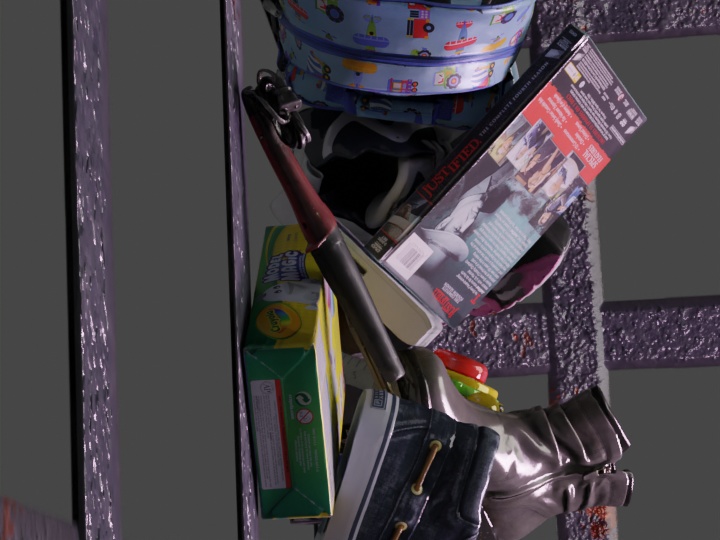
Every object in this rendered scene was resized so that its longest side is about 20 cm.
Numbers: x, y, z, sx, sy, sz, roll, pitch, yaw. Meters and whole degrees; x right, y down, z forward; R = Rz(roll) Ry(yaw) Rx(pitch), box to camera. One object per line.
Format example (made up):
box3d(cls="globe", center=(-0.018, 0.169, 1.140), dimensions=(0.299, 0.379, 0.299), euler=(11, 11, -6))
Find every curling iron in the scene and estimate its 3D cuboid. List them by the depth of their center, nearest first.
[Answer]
box3d(cls="curling iron", center=(-0.023, -0.024, 1.449), dimensions=(0.201, 0.025, 0.050), euler=(67, -16, -7))

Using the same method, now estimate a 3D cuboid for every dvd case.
box3d(cls="dvd case", center=(0.100, -0.060, 1.645), dimensions=(0.022, 0.200, 0.146), euler=(42, 1, 29))

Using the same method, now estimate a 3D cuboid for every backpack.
box3d(cls="backpack", center=(0.027, -0.164, 1.603), dimensions=(0.200, 0.182, 0.135), euler=(-96, -167, -69))

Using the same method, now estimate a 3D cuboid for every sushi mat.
box3d(cls="sushi mat", center=(0.034, 0.119, 1.656), dimensions=(0.096, 0.012, 0.201), euler=(-103, 170, -82))

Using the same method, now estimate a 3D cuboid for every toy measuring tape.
box3d(cls="toy measuring tape", center=(0.040, 0.087, 1.750), dimensions=(0.200, 0.073, 0.074), euler=(12, -71, 55))

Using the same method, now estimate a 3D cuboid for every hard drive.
box3d(cls="hard drive", center=(0.000, 0.000, 1.680), dimensions=(0.132, 0.026, 0.200), euler=(44, 2, 4))

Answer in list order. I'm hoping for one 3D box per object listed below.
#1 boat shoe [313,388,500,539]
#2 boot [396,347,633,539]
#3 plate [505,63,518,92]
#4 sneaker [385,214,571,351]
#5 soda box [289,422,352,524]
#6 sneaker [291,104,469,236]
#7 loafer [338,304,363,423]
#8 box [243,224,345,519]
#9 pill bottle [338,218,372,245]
box3d(cls="boat shoe", center=(0.017, 0.175, 1.488), dimensions=(0.071, 0.091, 0.201), euler=(-86, -167, -73))
box3d(cls="boot", center=(0.104, 0.102, 1.635), dimensions=(0.068, 0.130, 0.200), euler=(-111, 178, -47))
box3d(cls="plate", center=(0.074, -0.146, 1.801), dimensions=(0.200, 0.026, 0.201), euler=(49, -31, 44))
box3d(cls="sneaker", center=(0.080, -0.007, 1.797), dimensions=(0.086, 0.200, 0.081), euler=(-29, 94, -47))
box3d(cls="soda box", center=(-0.010, 0.138, 1.659), dimensions=(0.200, 0.070, 0.064), euler=(56, 30, -84))
box3d(cls="sneaker", center=(0.045, -0.063, 1.665), dimensions=(0.130, 0.199, 0.080), euler=(-94, -157, -56))
box3d(cls="loafer", center=(-0.007, 0.085, 1.858), dimensions=(0.072, 0.073, 0.200), euler=(68, 8, -53))
box3d(cls="box", center=(-0.037, 0.051, 1.497), dimensions=(0.200, 0.048, 0.118), euler=(-80, 166, -65))
box3d(cls="pill bottle", center=(0.005, -0.108, 1.819), dimensions=(0.109, 0.108, 0.201), euler=(-87, 173, -60))
